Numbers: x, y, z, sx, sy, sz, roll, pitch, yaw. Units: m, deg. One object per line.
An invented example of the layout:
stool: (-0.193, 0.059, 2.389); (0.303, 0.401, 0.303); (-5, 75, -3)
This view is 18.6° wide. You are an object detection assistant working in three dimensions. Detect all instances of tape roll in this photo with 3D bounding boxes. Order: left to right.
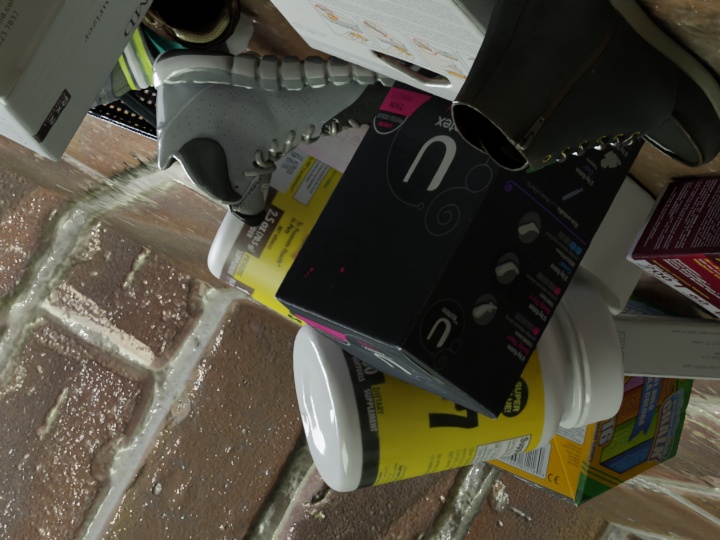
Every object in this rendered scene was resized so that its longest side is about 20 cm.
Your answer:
tape roll: (0.109, -0.048, 1.530); (0.202, 0.071, 0.202); (29, 172, 4)

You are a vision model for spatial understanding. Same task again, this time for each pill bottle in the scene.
pill bottle: (0.000, 0.000, 1.559); (0.199, 0.110, 0.109); (29, 172, 1)
pill bottle: (0.065, 0.072, 1.458); (0.199, 0.115, 0.114); (-12, -178, -15)

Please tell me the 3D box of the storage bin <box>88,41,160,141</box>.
storage bin: (-0.215, -0.186, 1.722); (0.200, 0.094, 0.135); (21, 168, 41)

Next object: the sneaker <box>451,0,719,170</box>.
sneaker: (0.117, -0.083, 1.158); (0.075, 0.107, 0.200); (21, 168, 45)

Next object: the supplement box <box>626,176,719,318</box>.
supplement box: (0.253, -0.007, 1.327); (0.109, 0.061, 0.200); (32, 171, -13)

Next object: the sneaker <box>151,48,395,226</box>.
sneaker: (-0.044, -0.086, 1.483); (0.199, 0.116, 0.075); (4, 179, 11)

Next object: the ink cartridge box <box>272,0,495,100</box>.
ink cartridge box: (0.013, -0.158, 1.225); (0.200, 0.045, 0.176); (24, 170, 35)

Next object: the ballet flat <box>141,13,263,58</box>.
ballet flat: (-0.107, -0.150, 1.606); (0.068, 0.068, 0.200); (35, 160, 34)

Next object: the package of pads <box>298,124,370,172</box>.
package of pads: (0.007, -0.067, 1.745); (0.199, 0.076, 0.121); (27, 169, 17)

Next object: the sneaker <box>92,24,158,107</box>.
sneaker: (-0.217, -0.191, 1.576); (0.200, 0.081, 0.074); (53, 170, 34)

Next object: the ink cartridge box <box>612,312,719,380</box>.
ink cartridge box: (0.194, 0.054, 1.626); (0.199, 0.045, 0.176); (4, 180, -9)

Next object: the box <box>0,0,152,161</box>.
box: (-0.221, -0.203, 1.259); (0.199, 0.199, 0.131); (27, 172, 9)

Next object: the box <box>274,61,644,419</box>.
box: (0.061, -0.033, 1.328); (0.122, 0.201, 0.106); (20, 168, 47)

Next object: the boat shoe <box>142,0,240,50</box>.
boat shoe: (-0.116, -0.176, 1.422); (0.075, 0.074, 0.202); (66, -176, 19)

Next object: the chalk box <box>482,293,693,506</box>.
chalk box: (0.189, 0.087, 1.767); (0.125, 0.124, 0.200); (23, -155, 32)
